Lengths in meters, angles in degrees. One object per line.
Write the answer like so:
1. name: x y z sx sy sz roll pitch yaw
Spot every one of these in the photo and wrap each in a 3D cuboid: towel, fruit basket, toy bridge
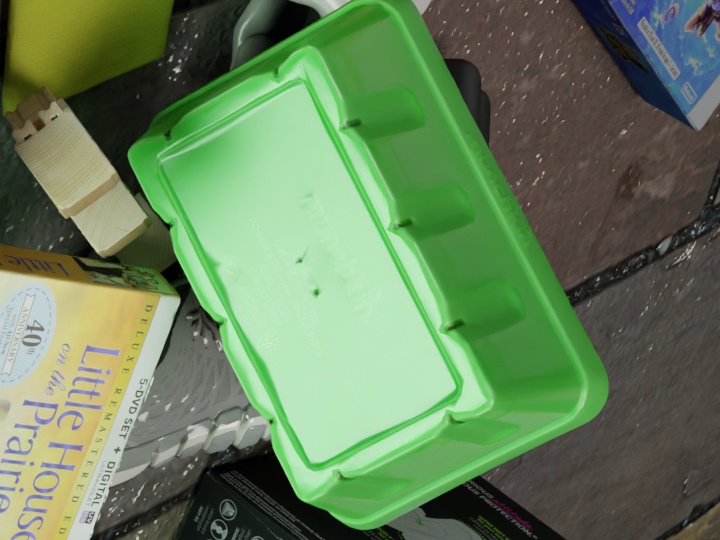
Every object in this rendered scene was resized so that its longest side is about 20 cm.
1. towel: -0.101 -0.153 1.034 0.086 0.018 0.200 -26 142 -35
2. fruit basket: 0.000 0.000 1.124 0.155 0.216 0.216 -28 159 17
3. toy bridge: -0.112 -0.039 1.065 0.027 0.067 0.200 -37 171 -2

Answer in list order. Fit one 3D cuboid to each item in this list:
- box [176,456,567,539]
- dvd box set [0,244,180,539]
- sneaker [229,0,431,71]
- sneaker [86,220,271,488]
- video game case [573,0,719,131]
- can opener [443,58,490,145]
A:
1. box: -0.008 0.187 1.449 0.200 0.124 0.149 -7 127 -54
2. dvd box set: -0.182 0.055 1.034 0.200 0.029 0.146 10 111 -36
3. sneaker: -0.018 -0.085 1.196 0.099 0.078 0.200 -33 138 -25
4. sneaker: -0.072 0.023 1.218 0.200 0.075 0.116 -24 138 -44
5. video game case: 0.197 -0.190 1.442 0.181 0.045 0.200 -55 153 -3
6. can opener: 0.024 -0.007 1.294 0.053 0.067 0.200 62 28 -60
